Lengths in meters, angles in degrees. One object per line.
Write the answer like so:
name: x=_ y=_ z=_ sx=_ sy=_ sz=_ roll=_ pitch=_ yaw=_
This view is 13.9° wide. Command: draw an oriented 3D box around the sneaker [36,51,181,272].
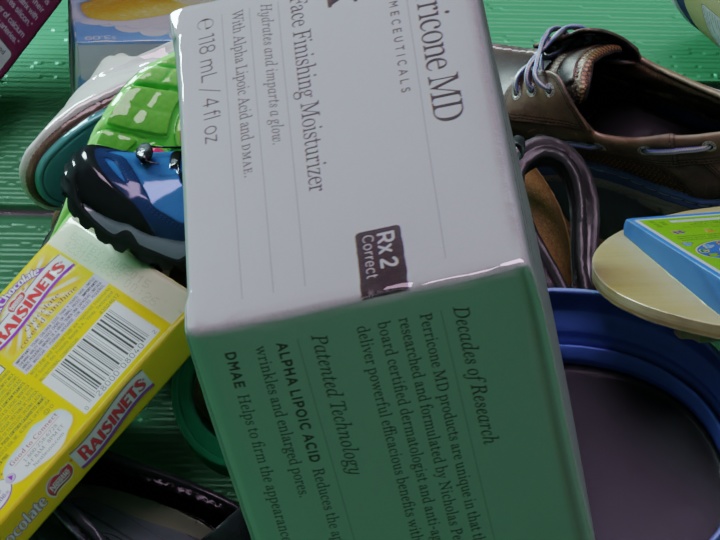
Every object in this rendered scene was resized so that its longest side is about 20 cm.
sneaker: x=-0.117 y=-0.023 z=1.410 sx=0.077 sy=0.084 sz=0.200 roll=35 pitch=79 yaw=-14

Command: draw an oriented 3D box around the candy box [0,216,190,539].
candy box: x=-0.160 y=0.072 z=1.303 sx=0.200 sy=0.026 sz=0.102 roll=-49 pitch=44 yaw=-11

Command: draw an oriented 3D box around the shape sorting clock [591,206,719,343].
shape sorting clock: x=0.202 y=0.003 z=1.310 sx=0.199 sy=0.039 sz=0.200 roll=-1 pitch=13 yaw=0

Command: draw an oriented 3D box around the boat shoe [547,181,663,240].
boat shoe: x=0.167 y=-0.026 z=1.512 sx=0.200 sy=0.071 sz=0.070 roll=21 pitch=14 yaw=28

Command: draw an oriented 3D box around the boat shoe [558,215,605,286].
boat shoe: x=0.076 y=0.002 z=1.459 sx=0.073 sy=0.063 sz=0.200 roll=-9 pitch=35 yaw=-44

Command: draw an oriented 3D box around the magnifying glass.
magnifying glass: x=-0.039 y=0.003 z=1.383 sx=0.079 sy=0.022 sz=0.200 roll=3 pitch=67 yaw=14

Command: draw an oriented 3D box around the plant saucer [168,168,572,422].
plant saucer: x=0.000 y=0.000 z=1.405 sx=0.200 sy=0.035 sz=0.201 roll=-5 pitch=64 yaw=10

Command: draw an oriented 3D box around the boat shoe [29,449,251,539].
boat shoe: x=-0.066 y=0.127 z=1.289 sx=0.199 sy=0.066 sz=0.074 roll=28 pitch=44 yaw=29

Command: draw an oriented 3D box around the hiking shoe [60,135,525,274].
hiking shoe: x=-0.033 y=-0.044 z=1.328 sx=0.199 sy=0.087 sz=0.074 roll=8 pitch=27 yaw=-13

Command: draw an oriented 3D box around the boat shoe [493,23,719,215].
boat shoe: x=0.110 y=-0.086 z=1.463 sx=0.200 sy=0.072 sz=0.072 roll=15 pitch=55 yaw=18

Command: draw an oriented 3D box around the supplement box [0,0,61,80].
supplement box: x=-0.211 y=-0.206 z=1.582 sx=0.103 sy=0.131 sz=0.200 roll=14 pitch=61 yaw=47

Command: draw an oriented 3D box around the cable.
cable: x=0.106 y=0.039 z=1.368 sx=0.097 sy=0.050 sz=0.200 roll=-29 pitch=74 yaw=-11

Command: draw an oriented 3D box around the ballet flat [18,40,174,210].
ballet flat: x=-0.088 y=-0.092 z=1.471 sx=0.200 sy=0.070 sz=0.069 roll=-28 pitch=46 yaw=-16

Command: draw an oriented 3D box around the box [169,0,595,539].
box: x=0.010 y=0.014 z=1.186 sx=0.130 sy=0.200 sz=0.199 roll=-12 pitch=42 yaw=4

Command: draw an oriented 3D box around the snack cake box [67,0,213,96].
snack cake box: x=-0.054 y=-0.109 z=1.571 sx=0.199 sy=0.067 sz=0.115 roll=-2 pitch=20 yaw=-7

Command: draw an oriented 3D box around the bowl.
bowl: x=0.072 y=0.090 z=1.268 sx=0.200 sy=0.039 sz=0.201 roll=-7 pitch=43 yaw=7

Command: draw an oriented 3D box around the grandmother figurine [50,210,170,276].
grandmother figurine: x=-0.049 y=-0.005 z=1.474 sx=0.200 sy=0.061 sz=0.121 roll=21 pitch=69 yaw=18

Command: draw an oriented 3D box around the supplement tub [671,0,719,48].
supplement tub: x=0.271 y=-0.149 z=1.602 sx=0.144 sy=0.145 sz=0.200 roll=-18 pitch=42 yaw=-24
